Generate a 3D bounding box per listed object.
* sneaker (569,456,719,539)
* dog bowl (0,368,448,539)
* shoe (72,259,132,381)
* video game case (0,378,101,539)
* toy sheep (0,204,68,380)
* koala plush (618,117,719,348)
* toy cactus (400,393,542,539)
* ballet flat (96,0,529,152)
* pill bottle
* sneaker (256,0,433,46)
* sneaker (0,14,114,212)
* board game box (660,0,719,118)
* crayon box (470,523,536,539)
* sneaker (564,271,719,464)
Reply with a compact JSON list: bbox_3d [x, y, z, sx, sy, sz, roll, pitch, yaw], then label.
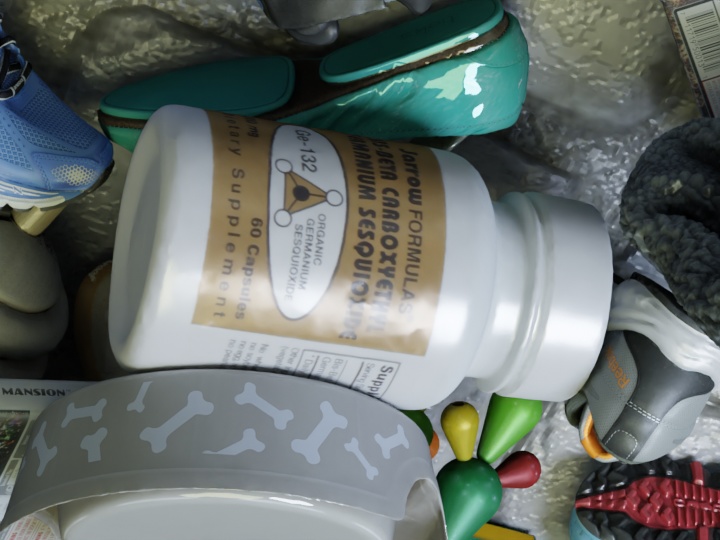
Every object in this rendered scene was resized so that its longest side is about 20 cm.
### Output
[{"bbox_3d":[0.206,0.157,1.130,0.199,0.079,0.096,13,138,3],"label":"sneaker"},{"bbox_3d":[-0.058,0.101,0.925,0.199,0.059,0.200,2,156,1],"label":"dog bowl"},{"bbox_3d":[-0.097,0.086,1.076,0.053,0.070,0.201,9,130,25],"label":"shoe"},{"bbox_3d":[-0.195,0.114,1.002,0.181,0.023,0.200,3,141,-27],"label":"video game case"},{"bbox_3d":[-0.207,0.022,1.000,0.200,0.138,0.138,-39,118,22],"label":"toy sheep"},{"bbox_3d":[0.217,-0.038,0.810,0.200,0.184,0.177,-47,124,9],"label":"koala plush"},{"bbox_3d":[0.009,0.135,1.042,0.199,0.165,0.102,-21,153,-7],"label":"toy cactus"},{"bbox_3d":[-0.019,-0.066,0.956,0.199,0.067,0.071,-12,117,10],"label":"ballet flat"},{"bbox_3d":[0.000,0.000,0.909,0.199,0.115,0.115,9,129,-16],"label":"pill bottle"},{"bbox_3d":[-0.053,-0.144,0.893,0.199,0.077,0.112,-6,119,-1],"label":"sneaker"},{"bbox_3d":[-0.186,-0.105,0.922,0.200,0.079,0.089,38,115,-12],"label":"sneaker"},{"bbox_3d":[0.239,-0.107,0.895,0.199,0.097,0.160,-16,126,15],"label":"board game box"},{"bbox_3d":[0.029,0.209,1.088,0.118,0.200,0.058,15,127,-9],"label":"crayon box"},{"bbox_3d":[0.121,0.048,0.978,0.074,0.200,0.080,32,90,2],"label":"sneaker"}]
